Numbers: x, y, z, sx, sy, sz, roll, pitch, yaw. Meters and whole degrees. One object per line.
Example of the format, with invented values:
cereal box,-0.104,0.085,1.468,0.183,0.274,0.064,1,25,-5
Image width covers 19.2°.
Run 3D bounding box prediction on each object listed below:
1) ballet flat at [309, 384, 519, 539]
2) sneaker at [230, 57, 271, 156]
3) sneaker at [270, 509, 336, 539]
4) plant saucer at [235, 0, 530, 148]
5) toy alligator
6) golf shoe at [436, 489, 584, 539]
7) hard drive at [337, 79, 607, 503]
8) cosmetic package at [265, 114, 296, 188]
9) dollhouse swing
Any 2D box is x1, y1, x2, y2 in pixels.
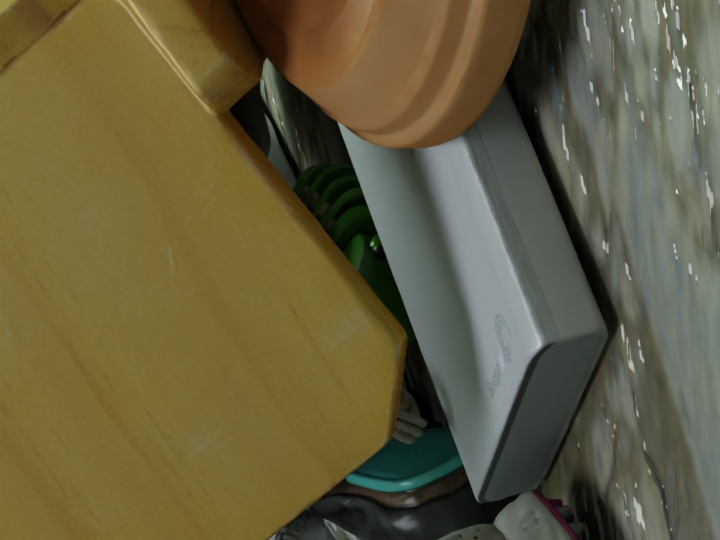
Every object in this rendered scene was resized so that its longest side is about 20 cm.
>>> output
ballet flat,0.012,0.087,0.807,0.069,0.068,0.200,65,170,-13
sneaker,-0.066,-0.135,0.920,0.086,0.075,0.202,20,125,42
sneaker,0.011,0.197,0.859,0.075,0.114,0.202,149,121,-77
plant saucer,-0.008,-0.133,0.612,0.200,0.037,0.202,170,90,-69
toy alligator,0.000,0.000,0.785,0.055,0.059,0.200,-59,24,9
golf shoe,0.047,0.171,0.684,0.075,0.091,0.202,-142,37,-68
hard drive,0.023,-0.040,0.689,0.132,0.026,0.201,101,152,-64
cosmetic package,-0.069,0.013,1.063,0.102,0.071,0.201,-117,18,-46
dollhouse swing,-0.091,-0.002,0.719,0.176,0.200,0.182,47,-166,-15
